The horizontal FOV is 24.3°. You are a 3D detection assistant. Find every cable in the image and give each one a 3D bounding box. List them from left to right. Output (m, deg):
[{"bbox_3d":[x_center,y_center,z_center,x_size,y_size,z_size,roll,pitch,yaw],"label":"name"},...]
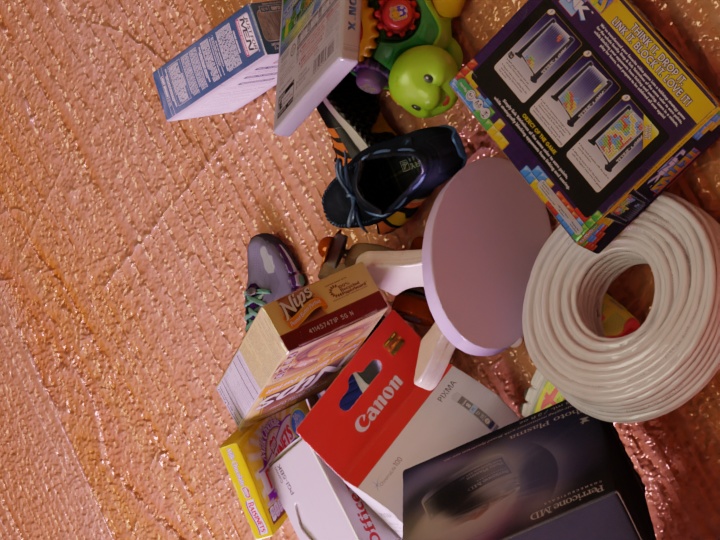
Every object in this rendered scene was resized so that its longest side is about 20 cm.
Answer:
[{"bbox_3d":[0.231,0.029,1.428,0.199,0.069,0.201,29,90,43],"label":"cable"}]

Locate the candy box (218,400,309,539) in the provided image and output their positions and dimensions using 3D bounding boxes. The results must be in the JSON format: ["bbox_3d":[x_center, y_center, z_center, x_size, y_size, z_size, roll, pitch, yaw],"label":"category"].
[{"bbox_3d":[-0.086,0.190,1.718,0.026,0.200,0.103,-20,99,20],"label":"candy box"}]

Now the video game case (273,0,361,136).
[{"bbox_3d":[-0.040,-0.247,1.601,0.200,0.022,0.185,142,133,-64],"label":"video game case"}]

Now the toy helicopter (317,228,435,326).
[{"bbox_3d":[0.000,0.000,1.707,0.200,0.131,0.080,-9,61,66],"label":"toy helicopter"}]

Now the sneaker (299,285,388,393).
[{"bbox_3d":[-0.008,0.054,1.707,0.200,0.074,0.085,37,152,46],"label":"sneaker"}]

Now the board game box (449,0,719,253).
[{"bbox_3d":[0.194,-0.144,1.426,0.165,0.057,0.201,-43,62,16],"label":"board game box"}]

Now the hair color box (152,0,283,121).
[{"bbox_3d":[-0.127,-0.225,1.786,0.199,0.099,0.061,-24,83,49],"label":"hair color box"}]

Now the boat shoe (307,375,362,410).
[{"bbox_3d":[-0.012,0.161,1.810,0.072,0.072,0.202,-8,101,68],"label":"boat shoe"}]

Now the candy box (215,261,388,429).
[{"bbox_3d":[-0.059,0.075,1.599,0.056,0.115,0.200,59,153,15],"label":"candy box"}]

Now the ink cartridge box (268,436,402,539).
[{"bbox_3d":[0.028,0.215,1.673,0.083,0.199,0.148,-43,70,46],"label":"ink cartridge box"}]

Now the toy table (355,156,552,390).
[{"bbox_3d":[0.098,0.006,1.564,0.183,0.201,0.117,33,144,-10],"label":"toy table"}]

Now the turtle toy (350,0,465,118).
[{"bbox_3d":[0.033,-0.224,1.605,0.200,0.100,0.147,47,132,29],"label":"turtle toy"}]

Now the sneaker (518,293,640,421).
[{"bbox_3d":[0.206,0.113,1.536,0.090,0.078,0.202,26,120,38],"label":"sneaker"}]

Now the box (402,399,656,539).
[{"bbox_3d":[0.146,0.225,1.440,0.198,0.199,0.124,-25,109,10],"label":"box"}]

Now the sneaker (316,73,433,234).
[{"bbox_3d":[-0.010,-0.126,1.707,0.201,0.070,0.090,54,132,19],"label":"sneaker"}]

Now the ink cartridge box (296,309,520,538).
[{"bbox_3d":[0.060,0.161,1.593,0.200,0.160,0.047,46,159,-13],"label":"ink cartridge box"}]

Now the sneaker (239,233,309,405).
[{"bbox_3d":[-0.104,0.062,1.859,0.074,0.087,0.202,-12,93,49],"label":"sneaker"}]

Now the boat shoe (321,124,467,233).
[{"bbox_3d":[0.015,-0.091,1.602,0.200,0.068,0.085,-35,83,49],"label":"boat shoe"}]
